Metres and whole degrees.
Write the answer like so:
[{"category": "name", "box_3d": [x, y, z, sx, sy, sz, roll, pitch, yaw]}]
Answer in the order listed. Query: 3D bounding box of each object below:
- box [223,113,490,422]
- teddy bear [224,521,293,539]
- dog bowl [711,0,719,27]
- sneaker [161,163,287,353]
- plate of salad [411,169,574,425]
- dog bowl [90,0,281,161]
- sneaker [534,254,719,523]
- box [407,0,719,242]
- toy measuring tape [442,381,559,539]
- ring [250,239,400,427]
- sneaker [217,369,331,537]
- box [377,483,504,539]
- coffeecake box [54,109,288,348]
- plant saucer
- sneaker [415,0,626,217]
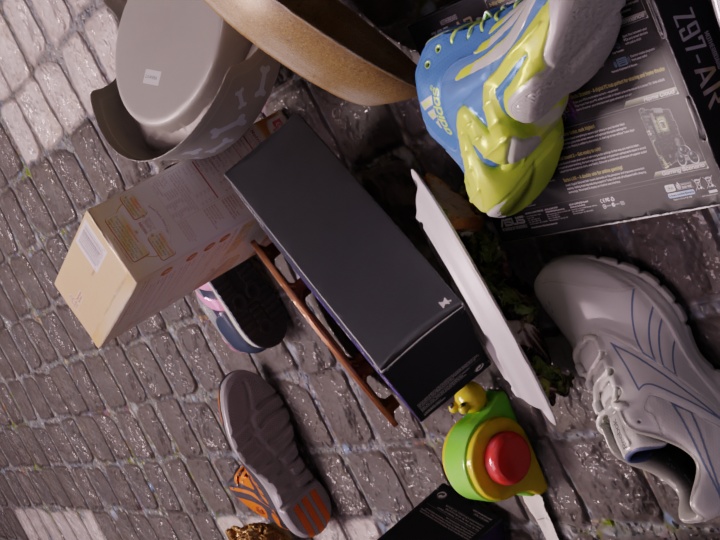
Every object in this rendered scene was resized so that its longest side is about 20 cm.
[{"category": "box", "box_3d": [0.000, 0.000, 0.906, 0.200, 0.079, 0.141, 50, 175, 25]}, {"category": "teddy bear", "box_3d": [-0.093, 0.365, 1.442, 0.145, 0.066, 0.201, 19, 138, 59]}, {"category": "dog bowl", "box_3d": [0.250, -0.138, 0.507, 0.199, 0.078, 0.202, 35, 142, 33]}, {"category": "sneaker", "box_3d": [-0.151, -0.005, 1.190, 0.082, 0.070, 0.201, -23, 96, 55]}, {"category": "plate of salad", "box_3d": [0.092, 0.013, 0.838, 0.201, 0.048, 0.200, 61, -179, -2]}, {"category": "dog bowl", "box_3d": [-0.134, -0.179, 0.947, 0.199, 0.058, 0.203, -11, 74, 44]}, {"category": "sneaker", "box_3d": [0.180, 0.071, 0.775, 0.200, 0.087, 0.075, 47, 150, 20]}, {"category": "box", "box_3d": [0.130, -0.107, 0.734, 0.199, 0.043, 0.161, -11, 107, 57]}, {"category": "toy measuring tape", "box_3d": [0.115, 0.184, 0.977, 0.073, 0.073, 0.202, -5, 112, 55]}, {"category": "ring", "box_3d": [-0.027, 0.050, 1.036, 0.201, 0.019, 0.200, 52, 178, 2]}, {"category": "sneaker", "box_3d": [-0.116, 0.200, 1.308, 0.112, 0.077, 0.202, -7, 111, 55]}, {"category": "box", "box_3d": [0.064, 0.317, 1.080, 0.079, 0.141, 0.202, 25, 136, 42]}, {"category": "coffeecake box", "box_3d": [-0.146, -0.035, 1.034, 0.073, 0.199, 0.154, 54, 148, 6]}, {"category": "plant saucer", "box_3d": [-0.042, -0.164, 0.800, 0.200, 0.200, 0.036, 43, 107, 24]}, {"category": "sneaker", "box_3d": [0.076, -0.120, 0.686, 0.105, 0.075, 0.201, 45, 147, 21]}]
